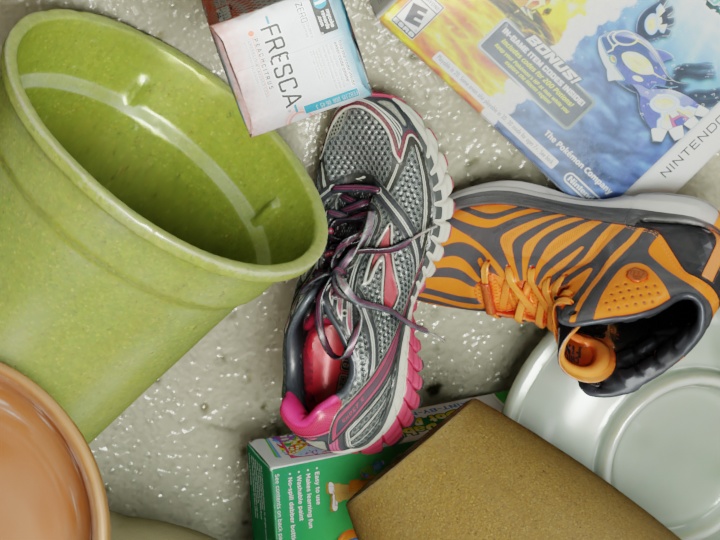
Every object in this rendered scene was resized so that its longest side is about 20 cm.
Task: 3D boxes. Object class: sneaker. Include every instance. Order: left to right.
[{"bbox_3d":[0.000,0.000,1.601,0.081,0.075,0.200,0,84,33],"label":"sneaker"},{"bbox_3d":[0.101,0.012,1.603,0.200,0.112,0.078,-5,129,23],"label":"sneaker"}]

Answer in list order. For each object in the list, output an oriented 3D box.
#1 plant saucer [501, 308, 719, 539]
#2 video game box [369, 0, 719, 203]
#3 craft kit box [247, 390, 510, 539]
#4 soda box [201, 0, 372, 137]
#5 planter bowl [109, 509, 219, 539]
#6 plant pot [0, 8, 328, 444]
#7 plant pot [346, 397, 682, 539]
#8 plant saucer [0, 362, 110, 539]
[{"bbox_3d":[0.176,0.102,1.679,0.200,0.050,0.200,-9,113,-21],"label":"plant saucer"},{"bbox_3d":[0.138,-0.143,1.611,0.200,0.047,0.182,41,100,-19],"label":"video game box"},{"bbox_3d":[0.037,0.178,1.700,0.197,0.049,0.200,-12,113,-21],"label":"craft kit box"},{"bbox_3d":[-0.045,-0.135,1.511,0.068,0.200,0.064,-20,112,1],"label":"soda box"},{"bbox_3d":[-0.089,0.233,1.592,0.135,0.200,0.200,3,111,6],"label":"planter bowl"},{"bbox_3d":[-0.151,-0.006,1.570,0.200,0.200,0.184,32,116,-16],"label":"plant pot"},{"bbox_3d":[0.091,0.174,1.594,0.186,0.186,0.200,-39,89,9],"label":"plant pot"},{"bbox_3d":[-0.222,0.141,1.510,0.200,0.037,0.200,-2,80,12],"label":"plant saucer"}]
